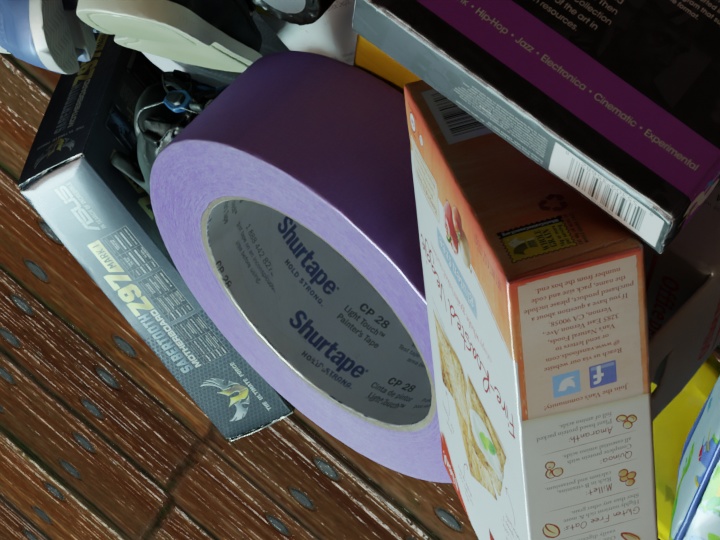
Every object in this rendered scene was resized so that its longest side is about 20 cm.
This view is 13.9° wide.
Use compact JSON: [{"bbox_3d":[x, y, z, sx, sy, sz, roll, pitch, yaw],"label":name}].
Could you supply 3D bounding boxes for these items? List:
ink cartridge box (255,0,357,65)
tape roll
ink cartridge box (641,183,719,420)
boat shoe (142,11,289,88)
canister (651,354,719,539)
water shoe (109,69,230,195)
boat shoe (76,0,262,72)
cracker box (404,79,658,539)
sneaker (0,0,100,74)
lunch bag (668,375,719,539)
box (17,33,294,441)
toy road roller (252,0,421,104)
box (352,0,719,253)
[{"bbox_3d":[-0.011,-0.155,1.387,0.200,0.067,0.116,48,158,-17],"label":"ink cartridge box"},{"bbox_3d":[0.000,0.000,1.319,0.200,0.066,0.200,35,154,20],"label":"tape roll"},{"bbox_3d":[0.141,-0.031,1.197,0.067,0.200,0.117,34,156,15],"label":"ink cartridge box"},{"bbox_3d":[-0.043,-0.098,1.541,0.199,0.072,0.062,30,153,19],"label":"boat shoe"},{"bbox_3d":[0.107,0.044,1.452,0.149,0.087,0.200,46,177,-33],"label":"canister"},{"bbox_3d":[-0.078,-0.063,1.482,0.079,0.072,0.200,32,160,-9],"label":"water shoe"},{"bbox_3d":[-0.083,-0.133,1.365,0.074,0.066,0.199,10,178,14],"label":"boat shoe"},{"bbox_3d":[0.068,0.037,1.153,0.134,0.057,0.201,-115,14,-51],"label":"cracker box"},{"bbox_3d":[-0.166,-0.165,1.425,0.115,0.200,0.081,4,123,17],"label":"sneaker"},{"bbox_3d":[0.247,0.097,1.313,0.199,0.083,0.161,17,132,0],"label":"lunch bag"},{"bbox_3d":[-0.098,-0.028,1.649,0.051,0.158,0.200,-26,118,25],"label":"box"},{"bbox_3d":[0.043,-0.147,1.243,0.200,0.123,0.146,38,157,9],"label":"toy road roller"},{"bbox_3d":[0.112,-0.123,1.079,0.143,0.200,0.036,37,160,12],"label":"box"}]
